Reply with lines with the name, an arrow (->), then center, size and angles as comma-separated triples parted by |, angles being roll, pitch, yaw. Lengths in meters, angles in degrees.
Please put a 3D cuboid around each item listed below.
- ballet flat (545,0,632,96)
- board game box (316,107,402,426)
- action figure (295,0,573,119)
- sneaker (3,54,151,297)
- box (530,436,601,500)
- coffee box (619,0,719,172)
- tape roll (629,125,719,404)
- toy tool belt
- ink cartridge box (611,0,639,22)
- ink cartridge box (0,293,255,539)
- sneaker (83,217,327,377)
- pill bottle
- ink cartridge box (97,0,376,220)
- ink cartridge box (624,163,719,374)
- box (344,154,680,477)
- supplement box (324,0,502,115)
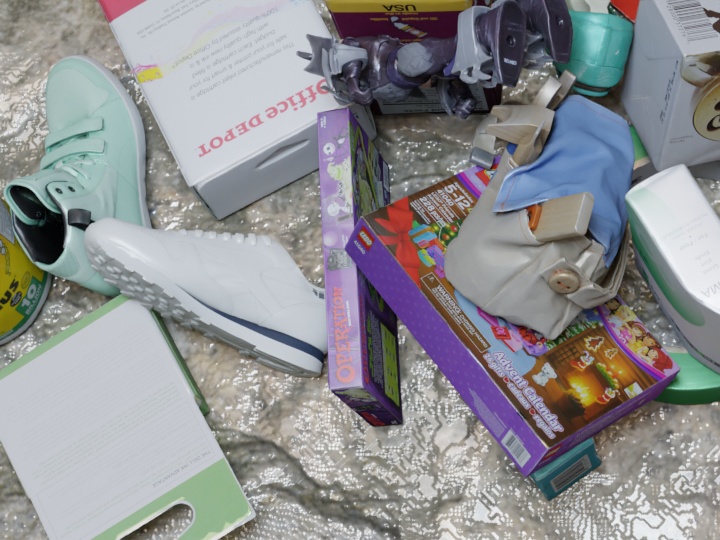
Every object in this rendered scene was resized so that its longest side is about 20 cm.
ballet flat -> 0.154, -0.194, 1.277 | 0.067, 0.200, 0.071 | 11, 118, -15
board game box -> 0.000, 0.000, 1.271 | 0.032, 0.120, 0.202 | -6, 71, 9
action figure -> 0.042, -0.135, 1.180 | 0.199, 0.129, 0.070 | -11, 87, 49
sneaker -> -0.217, -0.083, 1.334 | 0.073, 0.118, 0.202 | -26, 69, 24
box -> 0.091, 0.060, 1.254 | 0.049, 0.082, 0.201 | -35, 70, 0
coffee box -> 0.290, -0.149, 1.228 | 0.198, 0.113, 0.080 | -11, 52, -12
tape roll -> 0.230, -0.008, 1.266 | 0.199, 0.048, 0.202 | -3, 73, 10
toy tool belt -> 0.132, -0.063, 1.170 | 0.124, 0.123, 0.201 | 23, 47, -7
ink cartridge box -> 0.223, -0.311, 1.361 | 0.200, 0.050, 0.162 | -42, 70, -7
ink cartridge box -> -0.175, 0.132, 1.302 | 0.145, 0.048, 0.201 | -31, 70, 0
sneaker -> -0.103, 0.004, 1.290 | 0.199, 0.076, 0.081 | 27, 79, -17
pill bottle -> -0.307, -0.020, 1.293 | 0.112, 0.200, 0.114 | -3, 73, 10
ink cartridge box -> -0.096, -0.163, 1.358 | 0.147, 0.086, 0.201 | -27, 71, 1
ink cartridge box -> 0.238, 0.046, 1.138 | 0.050, 0.161, 0.201 | -28, 70, 2
box -> 0.101, 0.025, 1.196 | 0.136, 0.039, 0.200 | -25, 67, -37
supplement box -> 0.045, -0.207, 1.283 | 0.102, 0.200, 0.132 | 1, 73, 11
